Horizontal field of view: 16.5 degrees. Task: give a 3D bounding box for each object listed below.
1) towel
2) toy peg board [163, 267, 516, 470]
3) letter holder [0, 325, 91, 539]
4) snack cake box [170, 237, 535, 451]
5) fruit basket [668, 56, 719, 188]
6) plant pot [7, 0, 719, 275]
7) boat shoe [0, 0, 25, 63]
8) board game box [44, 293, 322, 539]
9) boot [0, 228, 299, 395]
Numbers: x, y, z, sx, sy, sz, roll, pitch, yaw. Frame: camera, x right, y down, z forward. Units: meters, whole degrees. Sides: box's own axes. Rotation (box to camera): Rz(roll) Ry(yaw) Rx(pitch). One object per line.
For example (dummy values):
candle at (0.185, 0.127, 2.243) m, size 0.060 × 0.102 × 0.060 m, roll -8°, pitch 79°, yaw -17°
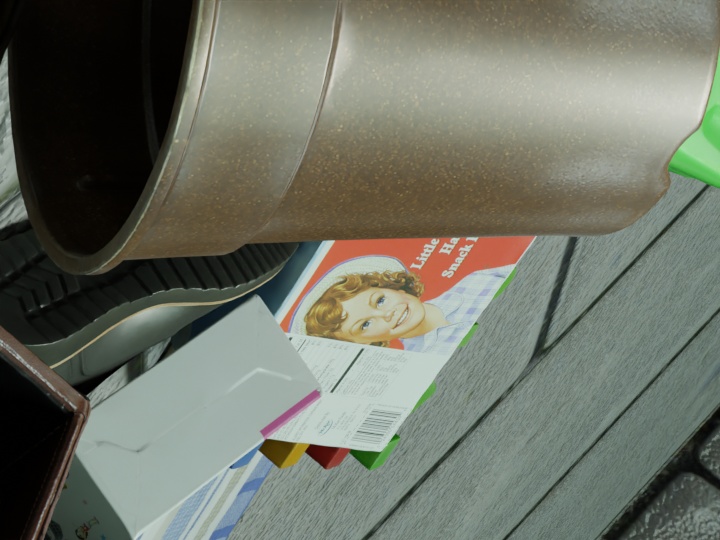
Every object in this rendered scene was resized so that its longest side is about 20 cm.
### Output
towel at (-0.111, 0.148, 1.544) m, size 0.147 × 0.024 × 0.200 m, roll -57°, pitch 165°, yaw 14°
toy peg board at (-0.011, 0.035, 1.426) m, size 0.200 × 0.098 × 0.199 m, roll -57°, pitch 164°, yaw 19°
letter holder at (-0.205, 0.107, 0.840) m, size 0.200 × 0.101 × 0.142 m, roll -37°, pitch -158°, yaw 27°
snack cake box at (0.000, 0.000, 1.245) m, size 0.115 × 0.067 × 0.200 m, roll 10°, pitch 132°, yaw -31°
fruit basket at (0.112, -0.134, 1.305) m, size 0.156 × 0.215 × 0.216 m, roll -57°, pitch 165°, yaw -3°
plant pot at (0.002, -0.091, 0.845) m, size 0.198 × 0.200 × 0.200 m, roll 4°, pitch 134°, yaw -25°
boat shoe at (-0.117, -0.124, 0.813) m, size 0.075 × 0.075 × 0.202 m, roll -27°, pitch 152°, yaw -55°
board game box at (-0.130, 0.106, 1.204) m, size 0.148 × 0.064 × 0.200 m, roll -34°, pitch 179°, yaw -45°
boot at (-0.131, 0.031, 1.157) m, size 0.200 × 0.077 × 0.138 m, roll -18°, pitch 151°, yaw -43°
